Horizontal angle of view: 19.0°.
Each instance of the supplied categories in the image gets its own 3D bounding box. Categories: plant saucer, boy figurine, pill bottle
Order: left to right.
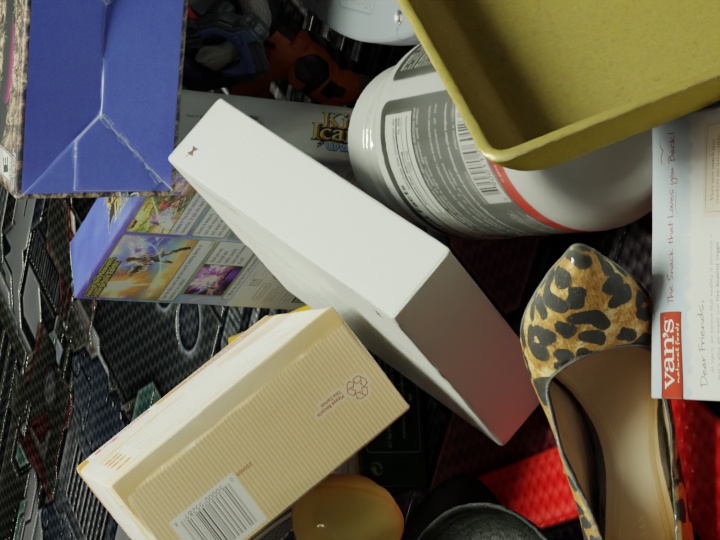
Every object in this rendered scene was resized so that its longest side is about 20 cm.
[{"bbox_3d":[-0.012,0.183,1.253,0.200,0.064,0.125,93,-170,-59],"label":"boy figurine"},{"bbox_3d":[0.077,-0.075,1.135,0.200,0.115,0.117,178,93,-65],"label":"pill bottle"},{"bbox_3d":[0.120,-0.131,1.003,0.049,0.199,0.200,73,174,-46],"label":"plant saucer"}]

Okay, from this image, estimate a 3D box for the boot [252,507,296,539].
[{"bbox_3d":[-0.078,0.234,1.335,0.090,0.200,0.073,35,163,21],"label":"boot"}]

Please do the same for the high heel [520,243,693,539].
[{"bbox_3d":[0.127,0.089,1.019,0.200,0.071,0.143,74,-179,-51],"label":"high heel"}]

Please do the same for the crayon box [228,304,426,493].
[{"bbox_3d":[-0.025,0.089,1.412,0.200,0.051,0.127,-22,69,62],"label":"crayon box"}]

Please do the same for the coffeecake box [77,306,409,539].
[{"bbox_3d":[-0.073,0.096,1.223,0.073,0.153,0.200,52,169,-6],"label":"coffeecake box"}]

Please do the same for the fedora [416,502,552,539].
[{"bbox_3d":[0.046,0.219,1.121,0.200,0.091,0.202,24,119,53],"label":"fedora"}]

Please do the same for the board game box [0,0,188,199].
[{"bbox_3d":[-0.182,-0.146,1.269,0.200,0.096,0.160,-145,57,-59],"label":"board game box"}]

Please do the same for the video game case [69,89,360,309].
[{"bbox_3d":[-0.070,-0.040,1.363,0.200,0.180,0.046,131,135,-53],"label":"video game case"}]

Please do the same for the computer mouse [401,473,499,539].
[{"bbox_3d":[0.062,0.205,1.222,0.139,0.052,0.201,117,144,-44],"label":"computer mouse"}]

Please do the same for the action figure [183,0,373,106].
[{"bbox_3d":[-0.087,-0.147,1.365,0.199,0.193,0.105,4,58,45],"label":"action figure"}]

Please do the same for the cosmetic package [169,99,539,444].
[{"bbox_3d":[0.000,0.000,1.200,0.200,0.151,0.052,35,83,39],"label":"cosmetic package"}]

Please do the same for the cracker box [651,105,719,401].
[{"bbox_3d":[0.203,-0.009,0.935,0.200,0.057,0.135,-4,85,64],"label":"cracker box"}]

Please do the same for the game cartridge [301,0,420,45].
[{"bbox_3d":[0.016,-0.199,1.247,0.200,0.040,0.134,29,112,62],"label":"game cartridge"}]
